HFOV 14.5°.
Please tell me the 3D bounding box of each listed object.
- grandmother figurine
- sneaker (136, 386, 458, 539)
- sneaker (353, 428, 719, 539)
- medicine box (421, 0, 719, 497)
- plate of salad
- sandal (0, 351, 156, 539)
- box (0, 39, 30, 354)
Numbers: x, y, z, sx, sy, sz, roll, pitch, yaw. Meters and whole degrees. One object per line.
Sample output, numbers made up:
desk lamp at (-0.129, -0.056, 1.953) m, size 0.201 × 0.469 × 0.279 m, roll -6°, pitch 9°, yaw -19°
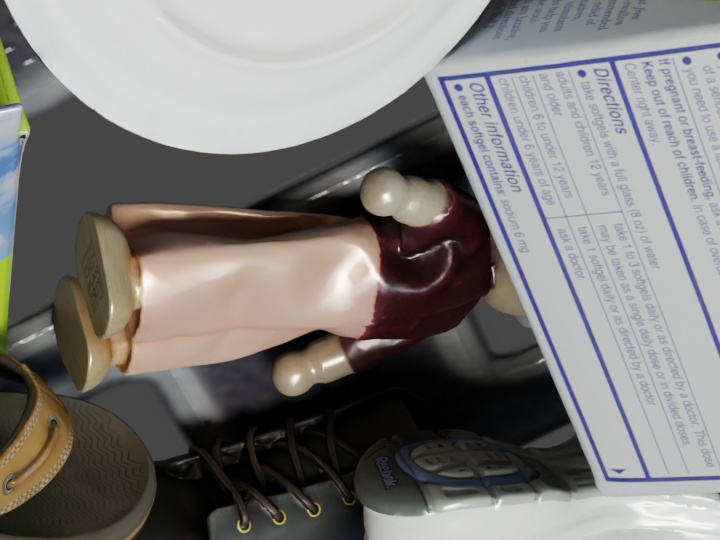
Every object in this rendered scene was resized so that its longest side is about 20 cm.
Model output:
grandmother figurine at (0.000, 0.000, 0.984) m, size 0.199 × 0.061 × 0.121 m, roll -4°, pitch 158°, yaw -22°
sneaker at (-0.041, 0.077, 1.026) m, size 0.200 × 0.075 × 0.106 m, roll 22°, pitch 115°, yaw -46°
sneaker at (0.081, 0.102, 1.011) m, size 0.199 × 0.074 × 0.087 m, roll 1°, pitch 109°, yaw -26°
medicine box at (0.149, -0.031, 0.901) m, size 0.199 × 0.103 × 0.183 m, roll -5°, pitch 126°, yaw 28°
plate of salad at (-0.026, -0.132, 0.806) m, size 0.199 × 0.048 × 0.201 m, roll -15°, pitch 117°, yaw -32°
sandal at (-0.132, 0.048, 0.892) m, size 0.200 × 0.082 × 0.055 m, roll 17°, pitch 119°, yaw -47°
box at (-0.165, -0.012, 0.852) m, size 0.121 × 0.048 × 0.200 m, roll -13°, pitch 159°, yaw -14°
